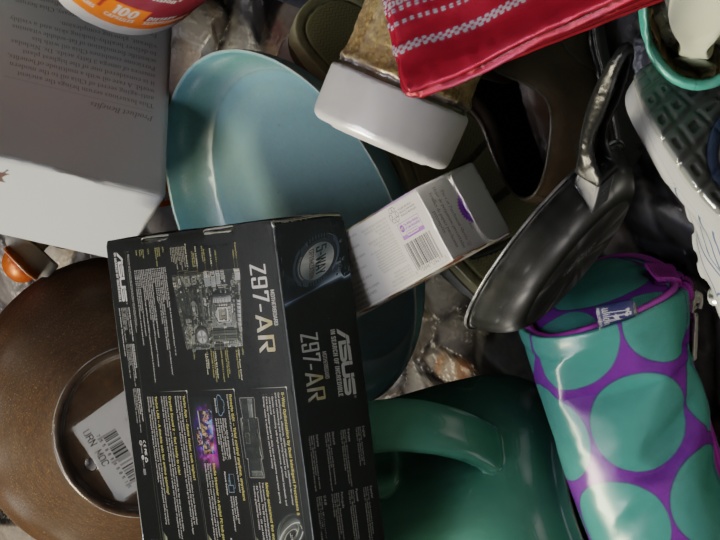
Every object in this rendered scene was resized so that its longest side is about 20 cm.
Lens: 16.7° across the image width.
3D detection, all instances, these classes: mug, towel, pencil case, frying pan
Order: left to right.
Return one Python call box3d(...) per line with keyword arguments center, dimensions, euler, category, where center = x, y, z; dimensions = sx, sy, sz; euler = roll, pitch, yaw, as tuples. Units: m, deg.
box3d(center=(0.063, 0.131, 1.275), dimensions=(0.114, 0.185, 0.152), euler=(-16, 86, 18), category="mug")
box3d(center=(0.059, -0.186, 1.065), dimensions=(0.144, 0.022, 0.200), euler=(-20, 72, 25), category="towel")
box3d(center=(0.108, -0.039, 1.142), dimensions=(0.031, 0.115, 0.190), euler=(41, 125, 13), category="frying pan")
box3d(center=(0.150, 0.096, 1.230), dimensions=(0.092, 0.085, 0.200), euler=(-17, 105, 13), category="pencil case")

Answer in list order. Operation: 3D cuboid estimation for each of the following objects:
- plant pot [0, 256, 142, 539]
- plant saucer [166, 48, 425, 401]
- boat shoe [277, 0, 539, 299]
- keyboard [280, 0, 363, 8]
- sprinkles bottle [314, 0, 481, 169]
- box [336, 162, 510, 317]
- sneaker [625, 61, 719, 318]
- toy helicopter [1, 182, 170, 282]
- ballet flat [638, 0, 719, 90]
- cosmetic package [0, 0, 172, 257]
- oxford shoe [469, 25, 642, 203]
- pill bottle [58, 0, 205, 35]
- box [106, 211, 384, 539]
box3d(center=(-0.132, 0.086, 1.397), dimensions=(0.187, 0.187, 0.200), euler=(63, 173, -4), category="plant pot")
box3d(center=(-0.031, -0.025, 1.294), dimensions=(0.200, 0.027, 0.200), euler=(32, 135, 38), category="plant saucer")
box3d(center=(0.031, -0.053, 1.286), dimensions=(0.200, 0.075, 0.068), euler=(54, 153, 11), category="boat shoe")
box3d(center=(-0.016, -0.185, 1.287), dimensions=(0.200, 0.021, 0.127), euler=(23, 130, 37), category="keyboard")
box3d(center=(0.047, -0.149, 1.118), dimensions=(0.068, 0.068, 0.200), euler=(26, 95, 36), category="sprinkles bottle")
box3d(center=(0.000, 0.000, 1.212), dimensions=(0.200, 0.039, 0.041), euler=(-32, 84, 56), category="box")
box3d(center=(0.183, -0.009, 1.138), dimensions=(0.200, 0.074, 0.087), euler=(55, 148, 8), category="sneaker")
box3d(center=(-0.188, -0.041, 1.425), dimensions=(0.079, 0.200, 0.132), euler=(44, 114, 19), category="toy helicopter")
box3d(center=(0.155, -0.163, 1.060), dimensions=(0.067, 0.070, 0.200), euler=(2, 125, 4), category="ballet flat")
box3d(center=(-0.160, -0.114, 1.346), dimensions=(0.071, 0.101, 0.200), euler=(127, 150, -50), category="cosmetic package")
box3d(center=(0.070, -0.126, 1.176), dimensions=(0.073, 0.084, 0.200), euler=(-10, 105, 53), category="oxford shoe")
box3d(center=(-0.081, -0.206, 1.238), dimensions=(0.200, 0.114, 0.114), euler=(-30, 90, 53), category="pill bottle")
box3d(center=(-0.059, 0.076, 1.226), dimensions=(0.160, 0.043, 0.200), euler=(-7, 91, 54), category="box")
